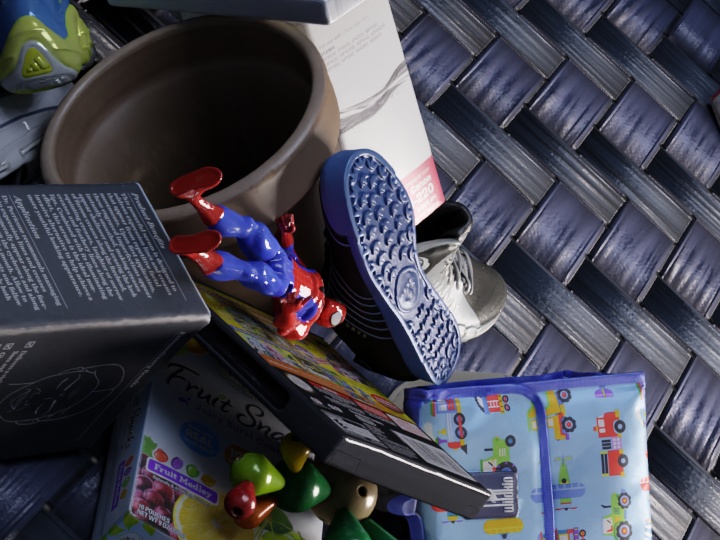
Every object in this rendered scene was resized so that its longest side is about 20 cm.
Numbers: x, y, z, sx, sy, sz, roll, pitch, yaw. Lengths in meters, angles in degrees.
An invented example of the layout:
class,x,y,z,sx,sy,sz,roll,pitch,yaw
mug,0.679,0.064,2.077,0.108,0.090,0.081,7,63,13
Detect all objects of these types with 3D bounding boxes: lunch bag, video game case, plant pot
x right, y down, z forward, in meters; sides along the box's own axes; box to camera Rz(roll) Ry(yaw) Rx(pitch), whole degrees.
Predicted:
class,x,y,z,sx,sy,sz,roll,pitch,yaw
lunch bag,0.100,0.151,1.674,0.200,0.094,0.151,-3,90,-36
video game case,-0.047,-0.220,1.667,0.182,0.200,0.022,-39,126,-42
plant pot,-0.094,-0.045,1.626,0.200,0.200,0.175,-92,166,-46
video game case,-0.025,0.081,1.536,0.181,0.026,0.200,42,8,32

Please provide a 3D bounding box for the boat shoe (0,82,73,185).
class,x,y,z,sx,sy,sz,roll,pitch,yaw
boat shoe,-0.250,-0.082,1.629,0.200,0.074,0.065,-32,109,-61

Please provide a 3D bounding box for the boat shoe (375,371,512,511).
class,x,y,z,sx,sy,sz,roll,pitch,yaw
boat shoe,0.053,0.120,1.739,0.200,0.073,0.063,-26,115,-60

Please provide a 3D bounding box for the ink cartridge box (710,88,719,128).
class,x,y,z,sx,sy,sz,roll,pitch,yaw
ink cartridge box,0.471,-0.163,2.379,0.200,0.148,0.086,12,46,-40

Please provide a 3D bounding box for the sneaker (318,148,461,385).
class,x,y,z,sx,sy,sz,roll,pitch,yaw
sneaker,0.000,0.000,1.598,0.070,0.078,0.200,-56,138,-37

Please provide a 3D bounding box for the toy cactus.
class,x,y,z,sx,sy,sz,roll,pitch,yaw
toy cactus,-0.007,0.155,1.511,0.200,0.102,0.165,31,26,-21

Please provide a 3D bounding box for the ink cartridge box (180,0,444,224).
class,x,y,z,sx,sy,sz,roll,pitch,yaw
ink cartridge box,-0.036,-0.125,1.723,0.085,0.146,0.200,-38,126,-30

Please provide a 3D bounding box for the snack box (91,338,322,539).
class,x,y,z,sx,sy,sz,roll,pitch,yaw
snack box,-0.092,0.130,1.561,0.142,0.053,0.200,32,35,-20

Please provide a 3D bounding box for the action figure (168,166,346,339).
class,x,y,z,sx,sy,sz,roll,pitch,yaw
action figure,-0.056,-0.001,1.503,0.200,0.052,0.066,43,37,-61

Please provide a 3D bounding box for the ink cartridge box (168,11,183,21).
class,x,y,z,sx,sy,sz,roll,pitch,yaw
ink cartridge box,-0.171,-0.252,1.805,0.176,0.045,0.200,37,9,-47

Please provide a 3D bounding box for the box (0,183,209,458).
class,x,y,z,sx,sy,sz,roll,pitch,yaw
box,-0.220,0.033,1.435,0.200,0.148,0.107,-3,55,-48

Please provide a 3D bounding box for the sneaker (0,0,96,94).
class,x,y,z,sx,sy,sz,roll,pitch,yaw
sneaker,-0.225,-0.184,1.661,0.076,0.105,0.200,-11,12,-9

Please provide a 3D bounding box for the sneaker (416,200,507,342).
class,x,y,z,sx,sy,sz,roll,pitch,yaw
sneaker,0.065,-0.005,1.815,0.200,0.116,0.075,0,53,-46
